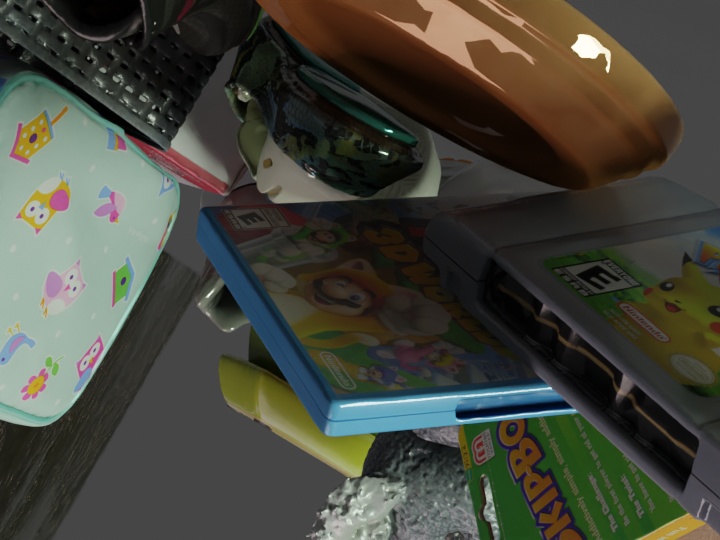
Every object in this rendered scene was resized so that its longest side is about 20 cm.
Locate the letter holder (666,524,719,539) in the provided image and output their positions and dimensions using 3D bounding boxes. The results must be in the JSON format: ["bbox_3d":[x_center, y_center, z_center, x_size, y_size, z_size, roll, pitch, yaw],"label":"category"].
[{"bbox_3d":[0.222,0.084,0.958,0.199,0.142,0.101,19,-147,-31],"label":"letter holder"}]

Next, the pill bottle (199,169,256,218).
[{"bbox_3d":[-0.002,-0.010,1.284,0.114,0.115,0.200,25,172,47],"label":"pill bottle"}]

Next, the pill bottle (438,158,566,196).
[{"bbox_3d":[0.114,0.032,1.028,0.110,0.111,0.200,26,172,44],"label":"pill bottle"}]

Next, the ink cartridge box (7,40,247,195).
[{"bbox_3d":[-0.138,-0.119,1.191,0.147,0.086,0.200,32,173,-18],"label":"ink cartridge box"}]

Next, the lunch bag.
[{"bbox_3d":[-0.176,-0.012,0.966,0.077,0.161,0.200,27,175,25],"label":"lunch bag"}]

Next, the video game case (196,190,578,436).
[{"bbox_3d":[0.050,0.011,0.821,0.198,0.018,0.143,-3,-148,-25],"label":"video game case"}]

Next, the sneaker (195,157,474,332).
[{"bbox_3d":[0.000,0.000,1.116,0.198,0.092,0.076,-7,130,28],"label":"sneaker"}]

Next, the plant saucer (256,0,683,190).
[{"bbox_3d":[0.030,-0.087,0.793,0.199,0.038,0.200,31,174,3],"label":"plant saucer"}]

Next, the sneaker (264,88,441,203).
[{"bbox_3d":[-0.003,-0.036,1.022,0.200,0.074,0.085,-124,19,-65],"label":"sneaker"}]

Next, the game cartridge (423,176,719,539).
[{"bbox_3d":[0.131,0.027,0.771,0.132,0.041,0.200,-7,-145,-37],"label":"game cartridge"}]

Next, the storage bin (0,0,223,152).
[{"bbox_3d":[-0.159,-0.152,0.947,0.135,0.094,0.200,26,172,45],"label":"storage bin"}]

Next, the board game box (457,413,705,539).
[{"bbox_3d":[0.119,0.073,0.897,0.030,0.096,0.199,12,146,-40],"label":"board game box"}]

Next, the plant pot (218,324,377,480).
[{"bbox_3d":[0.014,0.059,1.489,0.198,0.183,0.200,32,174,-13],"label":"plant pot"}]

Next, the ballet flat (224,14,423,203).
[{"bbox_3d":[-0.022,-0.060,0.912,0.074,0.075,0.200,32,-170,-18],"label":"ballet flat"}]

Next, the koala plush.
[{"bbox_3d":[0.067,0.100,1.223,0.184,0.200,0.177,49,-147,16],"label":"koala plush"}]

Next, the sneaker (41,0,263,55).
[{"bbox_3d":[-0.094,-0.129,0.833,0.076,0.084,0.200,29,175,18],"label":"sneaker"}]

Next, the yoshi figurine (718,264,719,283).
[{"bbox_3d":[0.169,-0.003,0.635,0.200,0.111,0.113,-62,-47,-81],"label":"yoshi figurine"}]
